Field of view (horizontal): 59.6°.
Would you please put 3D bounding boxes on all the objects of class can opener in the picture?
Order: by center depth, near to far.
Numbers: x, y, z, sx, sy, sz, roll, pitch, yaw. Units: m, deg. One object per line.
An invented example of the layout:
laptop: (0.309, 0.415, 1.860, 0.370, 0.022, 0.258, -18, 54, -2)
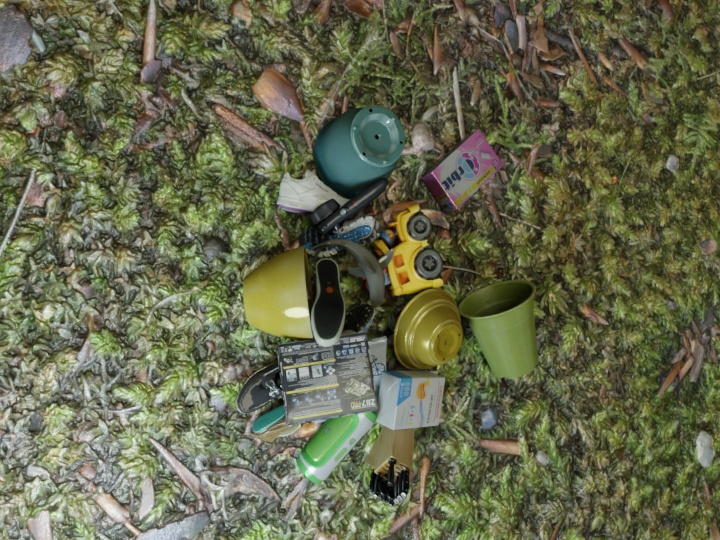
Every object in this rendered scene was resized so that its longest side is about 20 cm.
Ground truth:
can opener: (-0.019, -0.144, 1.402, 0.197, 0.063, 0.080, -33, 96, -4)

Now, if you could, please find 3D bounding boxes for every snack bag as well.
snack bag: (-0.027, 0.247, 1.422, 0.183, 0.021, 0.205, -10, 119, -15)

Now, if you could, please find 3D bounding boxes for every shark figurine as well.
shark figurine: (-0.006, -0.021, 1.400, 0.213, 0.090, 0.129, 37, 102, -11)

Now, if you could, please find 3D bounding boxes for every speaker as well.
speaker: (-0.053, 0.374, 1.403, 0.088, 0.088, 0.201, 43, 88, -11)

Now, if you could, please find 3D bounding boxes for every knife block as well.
knife block: (0.084, 0.423, 1.422, 0.063, 0.175, 0.203, 34, 75, -14)

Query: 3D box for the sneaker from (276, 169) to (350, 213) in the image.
sneaker: (-0.093, -0.178, 1.457, 0.194, 0.075, 0.103, 7, 89, -20)

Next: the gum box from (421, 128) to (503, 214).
gum box: (0.264, -0.257, 1.606, 0.199, 0.066, 0.114, -43, 99, -19)

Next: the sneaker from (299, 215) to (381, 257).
sneaker: (-0.046, -0.080, 1.475, 0.193, 0.087, 0.077, -9, 96, 3)

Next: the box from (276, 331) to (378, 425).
box: (-0.070, 0.225, 1.318, 0.194, 0.049, 0.166, -7, 73, -13)

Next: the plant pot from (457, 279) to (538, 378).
plant pot: (0.360, 0.155, 1.558, 0.196, 0.199, 0.195, -25, 105, -20)

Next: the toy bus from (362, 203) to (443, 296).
toy bus: (0.087, -0.035, 1.500, 0.187, 0.136, 0.206, -17, 89, -5)

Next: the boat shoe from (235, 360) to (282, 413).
boat shoe: (-0.191, 0.244, 1.393, 0.198, 0.062, 0.074, -36, 98, -19)

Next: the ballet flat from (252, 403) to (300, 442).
ballet flat: (-0.144, 0.317, 1.379, 0.198, 0.068, 0.073, -36, 125, 8)

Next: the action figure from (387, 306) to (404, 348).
action figure: (0.140, 0.143, 1.529, 0.195, 0.069, 0.134, -21, 100, -17)

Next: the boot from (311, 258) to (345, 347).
boot: (-0.074, 0.099, 1.351, 0.070, 0.146, 0.204, 3, 51, -7)

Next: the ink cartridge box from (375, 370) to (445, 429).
ink cartridge box: (0.131, 0.298, 1.465, 0.196, 0.067, 0.119, 7, 92, -42)

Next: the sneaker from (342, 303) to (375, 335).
sneaker: (-0.025, 0.169, 1.458, 0.072, 0.071, 0.203, 35, 85, -49)

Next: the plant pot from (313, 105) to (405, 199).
plant pot: (0.009, -0.283, 1.448, 0.194, 0.187, 0.207, 2, 85, -20)

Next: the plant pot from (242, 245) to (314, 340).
plant pot: (-0.178, 0.058, 1.363, 0.137, 0.200, 0.207, -6, 87, -1)

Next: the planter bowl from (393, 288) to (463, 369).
planter bowl: (0.177, 0.153, 1.457, 0.196, 0.083, 0.207, -13, 114, -30)
